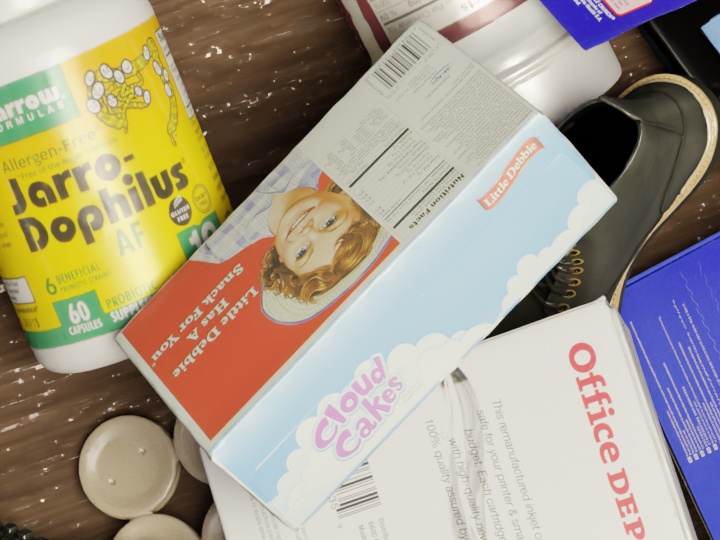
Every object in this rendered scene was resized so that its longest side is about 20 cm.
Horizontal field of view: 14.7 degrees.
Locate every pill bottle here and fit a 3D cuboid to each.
[{"bbox_3d":[-0.132,-0.064,1.282,0.112,0.113,0.201,-23,101,-8],"label":"pill bottle"},{"bbox_3d":[0.036,-0.158,1.305,0.114,0.114,0.201,-30,102,-7],"label":"pill bottle"}]

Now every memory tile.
[{"bbox_3d":[-0.028,0.118,1.333,0.199,0.017,0.154,-19,78,7],"label":"memory tile"}]

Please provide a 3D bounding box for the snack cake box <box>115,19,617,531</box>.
[{"bbox_3d":[0.000,0.000,1.208,0.200,0.115,0.067,-46,128,0],"label":"snack cake box"}]

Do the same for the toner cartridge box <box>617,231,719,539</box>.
[{"bbox_3d":[0.201,0.081,1.347,0.095,0.043,0.201,-28,73,17],"label":"toner cartridge box"}]

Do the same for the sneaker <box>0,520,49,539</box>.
[{"bbox_3d":[-0.131,0.173,1.310,0.199,0.078,0.086,8,109,25],"label":"sneaker"}]

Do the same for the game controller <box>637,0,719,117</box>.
[{"bbox_3d":[0.218,-0.088,1.363,0.104,0.042,0.200,-36,86,-11],"label":"game controller"}]

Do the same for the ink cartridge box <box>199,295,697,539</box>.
[{"bbox_3d":[0.047,0.117,1.267,0.199,0.084,0.146,-19,78,8],"label":"ink cartridge box"}]

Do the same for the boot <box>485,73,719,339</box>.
[{"bbox_3d":[0.084,-0.006,1.305,0.077,0.138,0.201,32,105,16],"label":"boot"}]

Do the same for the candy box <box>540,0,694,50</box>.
[{"bbox_3d":[0.103,-0.232,1.262,0.169,0.077,0.201,45,47,-26],"label":"candy box"}]
